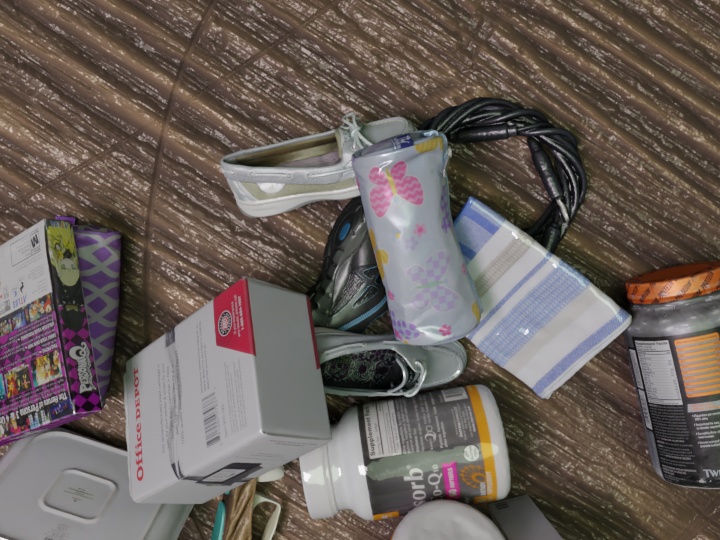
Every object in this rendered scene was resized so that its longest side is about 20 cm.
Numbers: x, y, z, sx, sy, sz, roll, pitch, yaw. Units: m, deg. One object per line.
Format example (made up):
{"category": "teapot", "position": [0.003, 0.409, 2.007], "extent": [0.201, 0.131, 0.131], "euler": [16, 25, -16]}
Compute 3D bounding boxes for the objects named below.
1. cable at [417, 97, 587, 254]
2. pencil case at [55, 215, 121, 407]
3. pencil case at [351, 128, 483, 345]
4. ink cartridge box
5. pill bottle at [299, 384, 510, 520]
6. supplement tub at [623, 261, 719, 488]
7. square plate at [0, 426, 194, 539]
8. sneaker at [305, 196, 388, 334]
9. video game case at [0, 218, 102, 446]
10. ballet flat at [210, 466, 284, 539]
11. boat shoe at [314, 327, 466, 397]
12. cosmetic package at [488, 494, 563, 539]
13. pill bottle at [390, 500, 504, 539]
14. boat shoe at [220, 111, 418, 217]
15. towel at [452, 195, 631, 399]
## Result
{"category": "cable", "position": [0.134, -0.098, 0.777], "extent": [0.199, 0.051, 0.164], "euler": [30, 94, 0]}
{"category": "pencil case", "position": [-0.294, 0.049, 0.772], "extent": [0.083, 0.085, 0.202], "euler": [7, 93, -38]}
{"category": "pencil case", "position": [0.055, -0.030, 0.708], "extent": [0.090, 0.083, 0.202], "euler": [-17, 106, -11]}
{"category": "ink cartridge box", "position": [-0.131, 0.119, 0.702], "extent": [0.199, 0.083, 0.146], "euler": [-32, 56, 34]}
{"category": "pill bottle", "position": [0.042, 0.186, 0.758], "extent": [0.198, 0.116, 0.117], "euler": [-10, 93, 0]}
{"category": "supplement tub", "position": [0.333, 0.099, 0.745], "extent": [0.121, 0.123, 0.202], "euler": [-13, 93, 0]}
{"category": "square plate", "position": [-0.269, 0.225, 0.720], "extent": [0.198, 0.198, 0.029], "euler": [18, 113, -1]}
{"category": "sneaker", "position": [0.000, 0.000, 0.781], "extent": [0.081, 0.073, 0.201], "euler": [25, 98, -18]}
{"category": "video game case", "position": [-0.334, 0.069, 0.724], "extent": [0.199, 0.036, 0.183], "euler": [-22, 75, 32]}
{"category": "ballet flat", "position": [-0.118, 0.236, 0.791], "extent": [0.072, 0.068, 0.202], "euler": [4, 92, -20]}
{"category": "boat shoe", "position": [0.028, 0.099, 0.746], "extent": [0.199, 0.071, 0.071], "euler": [5, 108, -26]}
{"category": "cosmetic package", "position": [0.175, 0.290, 0.721], "extent": [0.050, 0.200, 0.083], "euler": [-13, 93, -2]}
{"category": "pill bottle", "position": [0.059, 0.316, 0.716], "extent": [0.116, 0.117, 0.201], "euler": [20, 133, -1]}
{"category": "boat shoe", "position": [-0.039, -0.113, 0.754], "extent": [0.200, 0.075, 0.065], "euler": [-14, 134, 9]}
{"category": "towel", "position": [0.151, 0.033, 0.758], "extent": [0.199, 0.024, 0.147], "euler": [37, 130, 0]}
